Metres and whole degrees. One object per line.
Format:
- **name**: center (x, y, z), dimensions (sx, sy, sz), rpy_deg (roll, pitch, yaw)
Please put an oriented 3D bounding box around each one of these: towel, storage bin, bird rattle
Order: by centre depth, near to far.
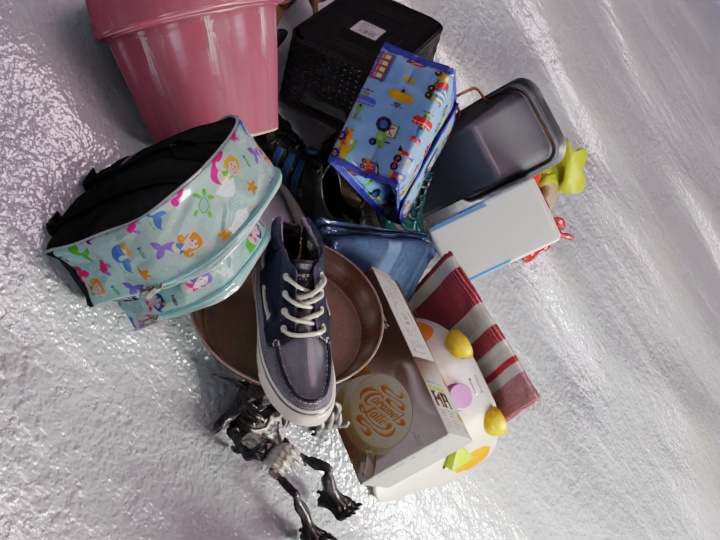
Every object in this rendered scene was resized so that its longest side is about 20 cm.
- **towel**: center (0.000, 0.000, 1.313), dimensions (0.048, 0.112, 0.199), rpy_deg (39, 21, 32)
- **towel**: center (0.127, 0.091, 1.359), dimensions (0.023, 0.144, 0.201), rpy_deg (-24, 76, -29)
- **storage bin**: center (0.002, -0.261, 1.411), dimensions (0.135, 0.094, 0.200), rpy_deg (26, 37, 12)
- **storage bin**: center (0.145, -0.160, 1.509), dimensions (0.134, 0.199, 0.146), rpy_deg (-32, 95, -44)
- **bird rattle**: center (0.252, -0.121, 1.720), dimensions (0.163, 0.113, 0.201), rpy_deg (40, 56, -13)

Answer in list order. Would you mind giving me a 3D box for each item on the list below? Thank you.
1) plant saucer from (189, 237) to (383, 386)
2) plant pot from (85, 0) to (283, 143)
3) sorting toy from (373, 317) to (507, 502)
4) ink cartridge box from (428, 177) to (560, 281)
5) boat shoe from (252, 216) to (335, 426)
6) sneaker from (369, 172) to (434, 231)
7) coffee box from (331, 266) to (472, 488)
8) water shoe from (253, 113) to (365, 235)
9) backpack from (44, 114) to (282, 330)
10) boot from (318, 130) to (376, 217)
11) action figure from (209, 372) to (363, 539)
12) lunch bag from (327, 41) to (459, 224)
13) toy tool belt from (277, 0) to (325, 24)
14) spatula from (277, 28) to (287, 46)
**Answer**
- **plant saucer**: center (-0.076, 0.047, 1.153), dimensions (0.199, 0.035, 0.201), rpy_deg (8, 48, -9)
- **plant pot**: center (-0.166, -0.219, 1.171), dimensions (0.200, 0.199, 0.180), rpy_deg (-25, 105, -53)
- **sorting toy**: center (0.059, 0.172, 1.313), dimensions (0.179, 0.107, 0.201), rpy_deg (-27, 92, -34)
- **ink cartridge box**: center (0.171, -0.051, 1.449), dimensions (0.085, 0.144, 0.200), rpy_deg (64, 8, 1)
- **boat shoe**: center (-0.061, 0.041, 1.074), dimensions (0.074, 0.093, 0.201), rpy_deg (-3, 52, -21)
- **sneaker**: center (0.055, -0.104, 1.451), dimensions (0.077, 0.079, 0.202), rpy_deg (7, 66, -49)
- **coffee box**: center (0.022, 0.115, 1.213), dimensions (0.080, 0.114, 0.201), rpy_deg (26, 37, -62)
- **water shoe**: center (-0.064, -0.124, 1.317), dimensions (0.201, 0.079, 0.072), rpy_deg (58, 37, -10)
- **backpack**: center (-0.167, -0.048, 1.048), dimensions (0.151, 0.199, 0.178), rpy_deg (50, 39, -19)
- **boot**: center (-0.006, -0.163, 1.422), dimensions (0.075, 0.073, 0.201), rpy_deg (31, 51, -28)
- **action figure**: center (-0.067, 0.173, 1.132), dimensions (0.119, 0.102, 0.201), rpy_deg (-38, 103, -41)
- **lunch bag**: center (0.052, -0.147, 1.331), dimensions (0.151, 0.094, 0.200), rpy_deg (-64, 163, -7)
- **toy tool belt**: center (-0.076, -0.384, 1.440), dimensions (0.200, 0.124, 0.124), rpy_deg (-46, 145, -48)
- **spatula**: center (-0.121, -0.236, 1.334), dimensions (0.201, 0.056, 0.021), rpy_deg (-68, 154, -46)
